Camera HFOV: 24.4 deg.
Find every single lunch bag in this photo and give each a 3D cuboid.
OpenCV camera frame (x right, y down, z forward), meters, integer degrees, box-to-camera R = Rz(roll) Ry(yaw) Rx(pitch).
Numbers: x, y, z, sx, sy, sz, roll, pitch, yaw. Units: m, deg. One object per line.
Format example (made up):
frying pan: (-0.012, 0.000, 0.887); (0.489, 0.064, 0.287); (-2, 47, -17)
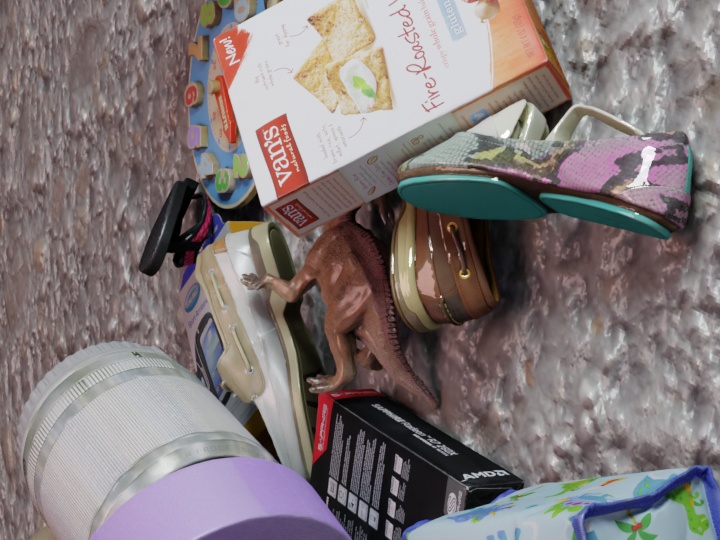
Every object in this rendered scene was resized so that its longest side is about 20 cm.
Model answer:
lunch bag: (0.123, 0.221, 0.908); (0.169, 0.126, 0.202); (-17, 87, 56)

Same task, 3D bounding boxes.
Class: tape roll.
tape roll: (-0.096, 0.225, 1.103); (0.066, 0.198, 0.202); (47, 128, 48)

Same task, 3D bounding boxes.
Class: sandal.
sandal: (-0.145, -0.038, 1.388); (0.076, 0.045, 0.200); (-63, 4, 11)

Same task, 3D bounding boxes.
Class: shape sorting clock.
shape sorting clock: (-0.108, -0.152, 1.384); (0.199, 0.039, 0.203); (-3, 87, 60)

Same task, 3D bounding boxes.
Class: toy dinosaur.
toy dinosaur: (0.000, 0.000, 1.158); (0.136, 0.085, 0.201); (-57, 48, 32)

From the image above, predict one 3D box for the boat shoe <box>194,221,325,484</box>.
boat shoe: (-0.071, 0.069, 1.248); (0.068, 0.075, 0.202); (-16, 79, 13)

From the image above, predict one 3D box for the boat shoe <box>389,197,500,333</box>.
boat shoe: (0.061, -0.061, 1.075); (0.067, 0.072, 0.202); (-8, 72, 26)

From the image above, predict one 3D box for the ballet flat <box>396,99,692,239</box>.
ballet flat: (0.110, -0.063, 0.969); (0.199, 0.069, 0.072); (8, 75, 43)

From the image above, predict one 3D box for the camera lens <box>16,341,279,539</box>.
camera lens: (-0.155, 0.161, 1.239); (0.200, 0.159, 0.162); (38, 121, 50)

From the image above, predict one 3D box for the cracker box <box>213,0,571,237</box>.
cracker box: (0.016, -0.127, 1.043); (0.199, 0.058, 0.135); (-27, 61, 14)

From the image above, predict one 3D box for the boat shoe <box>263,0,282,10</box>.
boat shoe: (-0.037, -0.259, 1.231); (0.066, 0.071, 0.202); (52, 137, 40)

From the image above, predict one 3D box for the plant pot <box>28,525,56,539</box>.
plant pot: (-0.198, 0.261, 1.420); (0.200, 0.186, 0.188); (-49, 47, 27)

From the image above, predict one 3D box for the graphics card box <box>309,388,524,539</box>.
graphics card box: (0.031, 0.168, 1.127); (0.200, 0.050, 0.127); (25, 112, 59)

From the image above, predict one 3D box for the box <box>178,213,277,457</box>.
box: (-0.099, 0.056, 1.366); (0.119, 0.041, 0.202); (-50, 46, 48)
